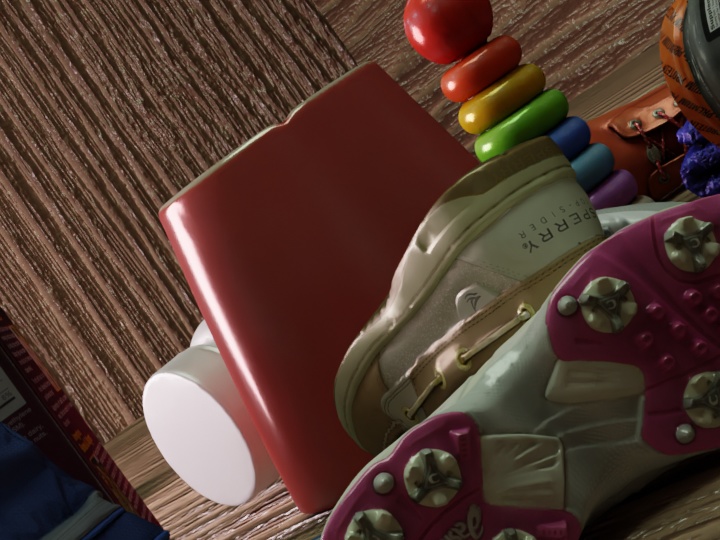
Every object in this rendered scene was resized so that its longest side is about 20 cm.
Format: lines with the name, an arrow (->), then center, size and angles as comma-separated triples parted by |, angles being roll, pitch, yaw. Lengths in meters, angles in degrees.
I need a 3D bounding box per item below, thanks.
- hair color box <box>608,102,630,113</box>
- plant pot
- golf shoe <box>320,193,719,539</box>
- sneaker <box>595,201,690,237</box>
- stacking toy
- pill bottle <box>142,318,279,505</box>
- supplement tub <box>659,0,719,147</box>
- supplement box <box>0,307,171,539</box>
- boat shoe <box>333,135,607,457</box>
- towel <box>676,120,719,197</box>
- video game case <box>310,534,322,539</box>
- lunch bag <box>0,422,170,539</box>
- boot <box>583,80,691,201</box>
hair color box -> 0.139, -0.052, 1.371 | 0.111, 0.064, 0.200 | -35, 1, -16
plant pot -> 0.000, 0.000, 0.978 | 0.200, 0.177, 0.200 | -35, 2, 2
golf shoe -> 0.066, 0.042, 0.574 | 0.200, 0.075, 0.092 | -35, -1, -10
sneaker -> 0.100, 0.006, 0.723 | 0.082, 0.075, 0.200 | -34, 3, -25
stacking toy -> 0.092, -0.089, 1.112 | 0.085, 0.200, 0.085 | -36, 2, 2
pill bottle -> -0.034, 0.053, 1.152 | 0.200, 0.114, 0.114 | -38, 4, -38
supplement tub -> 0.241, -0.133, 0.875 | 0.122, 0.123, 0.200 | -37, 3, -35
supplement box -> -0.174, 0.111, 0.939 | 0.086, 0.200, 0.110 | -36, 3, -4
boat shoe -> 0.042, 0.033, 0.673 | 0.074, 0.066, 0.200 | -28, -21, -23
towel -> 0.267, -0.118, 1.069 | 0.148, 0.050, 0.200 | -35, 3, 34
video game case -> -0.027, 0.134, 0.700 | 0.143, 0.018, 0.200 | -37, 3, -43
lunch bag -> -0.166, 0.157, 0.786 | 0.136, 0.132, 0.200 | -58, -6, 18
boot -> 0.193, -0.085, 1.197 | 0.200, 0.075, 0.107 | -36, 7, -32
